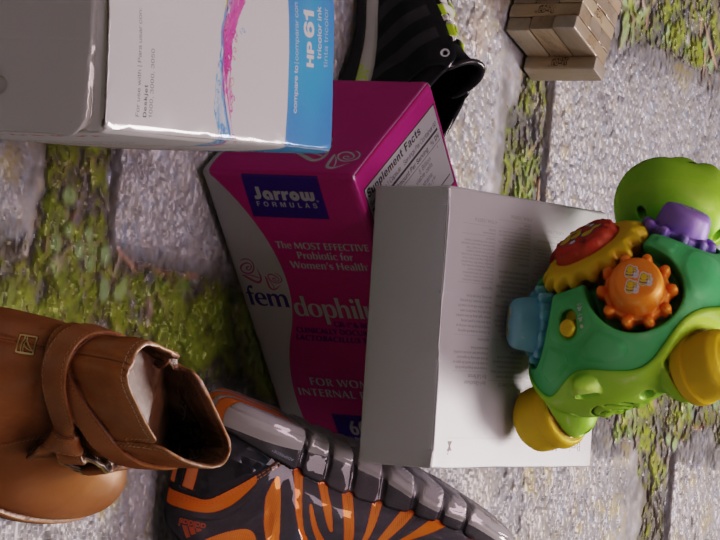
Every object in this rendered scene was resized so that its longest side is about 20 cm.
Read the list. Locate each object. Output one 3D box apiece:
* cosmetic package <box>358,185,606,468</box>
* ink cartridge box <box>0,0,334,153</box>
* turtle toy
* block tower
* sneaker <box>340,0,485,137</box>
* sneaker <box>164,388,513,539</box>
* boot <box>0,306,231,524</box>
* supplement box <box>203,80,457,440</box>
[{"bbox_3d":[0.071,0.035,1.588,0.200,0.052,0.151,7,84,-60],"label":"cosmetic package"},{"bbox_3d":[-0.123,-0.101,1.348,0.200,0.144,0.085,-1,94,-60],"label":"ink cartridge box"},{"bbox_3d":[0.155,0.011,1.566,0.101,0.146,0.200,59,39,-13],"label":"turtle toy"},{"bbox_3d":[0.152,-0.226,1.903,0.058,0.054,0.200,43,55,-52],"label":"block tower"},{"bbox_3d":[0.042,-0.129,1.693,0.072,0.083,0.200,36,62,-56],"label":"sneaker"},{"bbox_3d":[-0.019,0.149,1.571,0.200,0.078,0.112,23,92,-16],"label":"sneaker"},{"bbox_3d":[-0.124,0.078,1.352,0.200,0.155,0.074,39,59,-54],"label":"boot"},{"bbox_3d":[0.000,0.000,1.614,0.103,0.101,0.200,-51,134,-45],"label":"supplement box"}]
